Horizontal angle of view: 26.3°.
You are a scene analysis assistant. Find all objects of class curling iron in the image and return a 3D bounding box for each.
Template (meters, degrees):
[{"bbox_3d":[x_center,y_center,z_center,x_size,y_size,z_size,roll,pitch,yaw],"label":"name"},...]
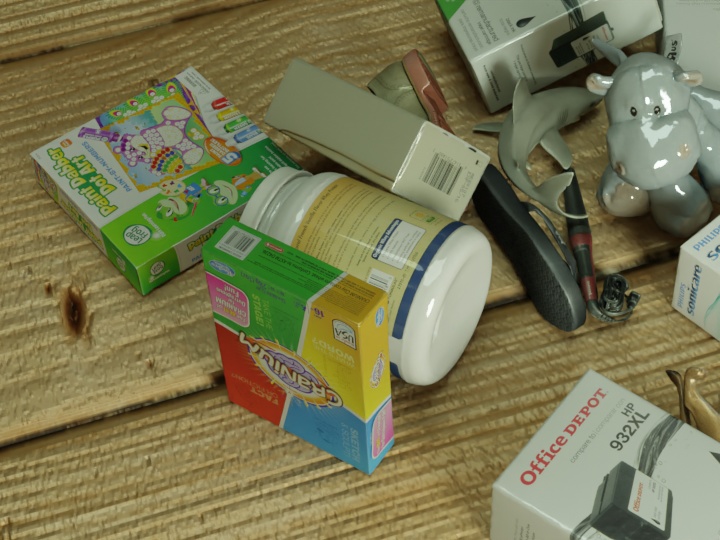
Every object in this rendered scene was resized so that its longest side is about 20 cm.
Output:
[{"bbox_3d":[0.214,-0.024,1.433,0.049,0.026,0.201,8,41,-19],"label":"curling iron"}]

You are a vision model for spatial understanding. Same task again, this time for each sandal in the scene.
[{"bbox_3d":[0.159,-0.030,1.405,0.042,0.076,0.201,-18,50,-12],"label":"sandal"}]

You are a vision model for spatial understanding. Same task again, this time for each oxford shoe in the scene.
[{"bbox_3d":[0.057,-0.126,1.514,0.073,0.071,0.201,-26,48,14],"label":"oxford shoe"}]

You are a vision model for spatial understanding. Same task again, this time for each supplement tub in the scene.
[{"bbox_3d":[0.000,0.000,1.342,0.199,0.145,0.145,23,54,21],"label":"supplement tub"}]

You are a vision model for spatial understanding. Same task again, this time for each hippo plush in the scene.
[{"bbox_3d":[0.287,-0.139,1.394,0.158,0.161,0.202,-2,81,11],"label":"hippo plush"}]

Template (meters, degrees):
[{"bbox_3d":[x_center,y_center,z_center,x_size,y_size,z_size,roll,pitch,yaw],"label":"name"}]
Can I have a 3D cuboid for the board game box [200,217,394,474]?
[{"bbox_3d":[-0.047,0.064,1.251,0.152,0.201,0.040,25,55,23],"label":"board game box"}]

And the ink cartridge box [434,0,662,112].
[{"bbox_3d":[0.188,-0.274,1.576,0.199,0.083,0.147,-26,49,4],"label":"ink cartridge box"}]

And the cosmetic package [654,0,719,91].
[{"bbox_3d":[0.354,-0.220,1.564,0.101,0.074,0.201,2,51,5],"label":"cosmetic package"}]

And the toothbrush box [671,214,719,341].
[{"bbox_3d":[0.395,0.021,1.342,0.146,0.086,0.200,-34,54,-24],"label":"toothbrush box"}]

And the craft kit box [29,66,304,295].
[{"bbox_3d":[-0.188,-0.093,1.502,0.197,0.049,0.200,-34,55,-21],"label":"craft kit box"}]

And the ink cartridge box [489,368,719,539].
[{"bbox_3d":[0.220,0.191,1.203,0.199,0.084,0.145,30,57,26],"label":"ink cartridge box"}]

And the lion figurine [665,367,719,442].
[{"bbox_3d":[0.335,0.149,1.245,0.198,0.072,0.124,8,89,29],"label":"lion figurine"}]

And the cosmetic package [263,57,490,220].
[{"bbox_3d":[0.013,-0.123,1.436,0.199,0.103,0.074,30,95,45],"label":"cosmetic package"}]

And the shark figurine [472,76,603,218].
[{"bbox_3d":[0.162,-0.135,1.475,0.127,0.090,0.215,4,37,11],"label":"shark figurine"}]
